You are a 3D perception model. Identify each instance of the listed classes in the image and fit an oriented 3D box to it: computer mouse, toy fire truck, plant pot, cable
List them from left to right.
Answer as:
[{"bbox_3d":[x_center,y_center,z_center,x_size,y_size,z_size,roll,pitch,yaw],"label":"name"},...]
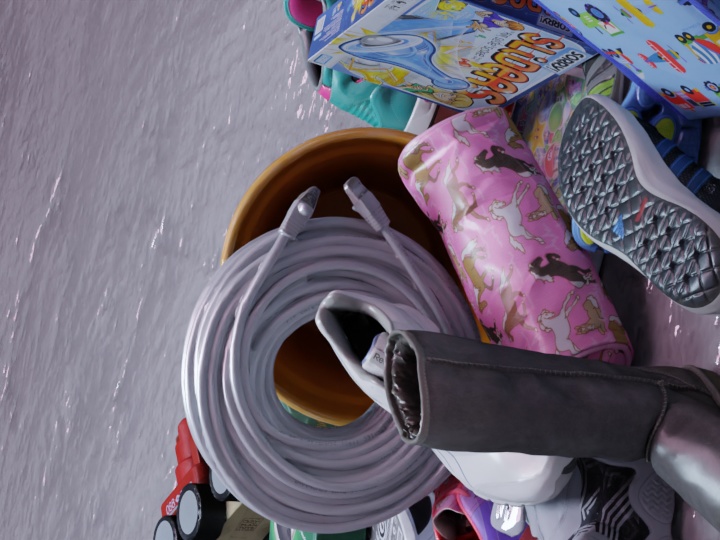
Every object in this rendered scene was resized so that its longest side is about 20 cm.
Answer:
[{"bbox_3d":[-0.093,0.126,2.029,0.176,0.128,0.201,-52,43,45],"label":"toy fire truck"},{"bbox_3d":[-0.020,0.066,1.620,0.200,0.200,0.069,-45,11,-6],"label":"cable"},{"bbox_3d":[0.000,0.000,1.753,0.183,0.199,0.201,-138,62,-85],"label":"plant pot"},{"bbox_3d":[0.026,0.163,1.787,0.200,0.044,0.110,-116,29,-55],"label":"computer mouse"}]

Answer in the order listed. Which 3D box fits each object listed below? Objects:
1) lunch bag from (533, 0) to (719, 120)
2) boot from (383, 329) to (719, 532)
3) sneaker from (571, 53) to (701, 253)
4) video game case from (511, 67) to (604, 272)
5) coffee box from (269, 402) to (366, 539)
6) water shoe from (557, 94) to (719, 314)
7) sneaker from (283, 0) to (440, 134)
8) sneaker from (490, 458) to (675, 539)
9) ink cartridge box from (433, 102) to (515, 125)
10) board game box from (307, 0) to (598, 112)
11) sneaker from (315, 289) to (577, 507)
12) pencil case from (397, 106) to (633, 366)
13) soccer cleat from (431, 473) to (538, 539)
[{"bbox_3d":[0.160,-0.169,1.433,0.150,0.199,0.094,-2,66,67],"label":"lunch bag"},{"bbox_3d":[0.125,0.089,1.389,0.182,0.199,0.073,-132,59,-64],"label":"boot"},{"bbox_3d":[0.174,-0.106,1.569,0.083,0.070,0.201,157,125,-78],"label":"sneaker"},{"bbox_3d":[0.128,-0.069,1.710,0.200,0.018,0.144,-150,74,-67],"label":"video game case"},{"bbox_3d":[-0.032,0.201,1.840,0.123,0.044,0.201,-120,30,-59],"label":"coffee box"},{"bbox_3d":[0.183,-0.032,1.461,0.072,0.079,0.200,-64,35,24],"label":"water shoe"},{"bbox_3d":[0.009,-0.198,1.789,0.084,0.120,0.201,130,153,-67],"label":"sneaker"},{"bbox_3d":[0.133,0.166,1.500,0.115,0.075,0.201,138,145,-55],"label":"sneaker"},{"bbox_3d":[0.086,-0.168,1.790,0.174,0.043,0.201,-117,43,-76],"label":"ink cartridge box"},{"bbox_3d":[0.061,-0.154,1.624,0.200,0.135,0.035,153,132,-69],"label":"board game box"},{"bbox_3d":[0.045,0.076,1.501,0.200,0.087,0.075,32,92,36],"label":"sneaker"},{"bbox_3d":[0.096,-0.007,1.589,0.083,0.086,0.201,87,160,-65],"label":"pencil case"},{"bbox_3d":[0.077,0.144,1.639,0.201,0.073,0.068,-101,31,-45],"label":"soccer cleat"}]
